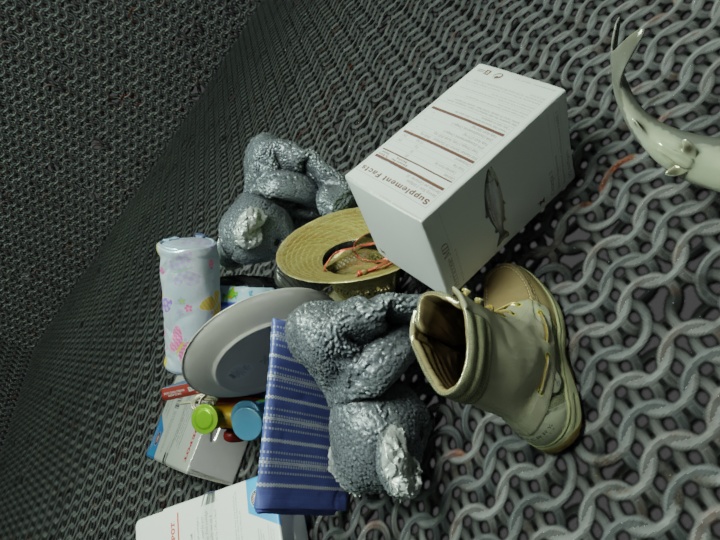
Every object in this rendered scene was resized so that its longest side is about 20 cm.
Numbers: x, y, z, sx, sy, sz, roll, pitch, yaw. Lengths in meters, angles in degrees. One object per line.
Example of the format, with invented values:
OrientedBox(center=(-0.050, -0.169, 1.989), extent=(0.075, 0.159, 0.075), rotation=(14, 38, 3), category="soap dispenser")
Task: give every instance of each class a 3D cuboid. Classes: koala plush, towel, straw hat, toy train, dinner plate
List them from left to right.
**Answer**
OrientedBox(center=(-0.193, 0.197, 0.865), extent=(0.199, 0.116, 0.085), rotation=(-2, 85, 18), category="toy train")
OrientedBox(center=(-0.145, -0.089, 0.978), extent=(0.200, 0.184, 0.177), rotation=(-53, 13, -25), category="koala plush")
OrientedBox(center=(-0.111, 0.096, 0.750), extent=(0.200, 0.200, 0.024), rotation=(-47, 51, 23), category="dinner plate")
OrientedBox(center=(-0.059, 0.166, 0.706), extent=(0.024, 0.145, 0.201), rotation=(-11, 67, 35), category="towel")
OrientedBox(center=(0.000, 0.000, 0.781), extent=(0.200, 0.085, 0.201), rotation=(-11, 29, 6), category="straw hat")
OrientedBox(center=(0.012, 0.134, 0.654), extent=(0.177, 0.183, 0.201), rotation=(-27, 63, 61), category="koala plush")

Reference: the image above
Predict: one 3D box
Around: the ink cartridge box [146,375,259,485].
OrientedBox(center=(-0.256, 0.255, 1.032), extent=(0.200, 0.084, 0.147), rotation=(-8, 58, 54), category="ink cartridge box")

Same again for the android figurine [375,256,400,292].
OrientedBox(center=(0.056, -0.071, 0.869), extent=(0.182, 0.041, 0.201), rotation=(-38, 40, 37), category="android figurine")

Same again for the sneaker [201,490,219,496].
OrientedBox(center=(-0.176, 0.364, 0.817), extent=(0.115, 0.080, 0.200), rotation=(-41, 34, 35), category="sneaker")

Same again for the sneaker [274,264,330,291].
OrientedBox(center=(-0.065, 0.000, 0.910), extent=(0.089, 0.074, 0.200), rotation=(-45, -7, 36), category="sneaker")

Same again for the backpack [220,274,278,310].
OrientedBox(center=(-0.183, 0.066, 1.025), extent=(0.200, 0.163, 0.155), rotation=(-22, 64, 46), category="backpack")

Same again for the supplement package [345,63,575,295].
OrientedBox(center=(0.105, -0.094, 0.641), extent=(0.200, 0.117, 0.117), rotation=(-42, 48, -14), category="supplement package")

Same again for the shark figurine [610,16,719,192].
OrientedBox(center=(0.275, -0.106, 0.502), extent=(0.089, 0.214, 0.129), rotation=(-37, -28, -45), category="shark figurine")

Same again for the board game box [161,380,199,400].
OrientedBox(center=(-0.182, 0.146, 0.903), extent=(0.102, 0.200, 0.020), rotation=(-16, 88, 17), category="board game box")

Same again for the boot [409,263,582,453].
OrientedBox(center=(0.113, 0.047, 0.563), extent=(0.072, 0.154, 0.201), rotation=(-39, 36, 33), category="boot")

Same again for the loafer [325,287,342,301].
OrientedBox(center=(-0.051, 0.082, 0.879), extent=(0.200, 0.076, 0.068), rotation=(-38, 34, 19), category="loafer")

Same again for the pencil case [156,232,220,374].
OrientedBox(center=(-0.250, 0.050, 0.922), extent=(0.083, 0.090, 0.201), rotation=(-36, -52, -68), category="pencil case")

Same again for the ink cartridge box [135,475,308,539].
OrientedBox(center=(-0.164, 0.327, 0.747), extent=(0.199, 0.068, 0.116), rotation=(-23, 57, 15), category="ink cartridge box")
